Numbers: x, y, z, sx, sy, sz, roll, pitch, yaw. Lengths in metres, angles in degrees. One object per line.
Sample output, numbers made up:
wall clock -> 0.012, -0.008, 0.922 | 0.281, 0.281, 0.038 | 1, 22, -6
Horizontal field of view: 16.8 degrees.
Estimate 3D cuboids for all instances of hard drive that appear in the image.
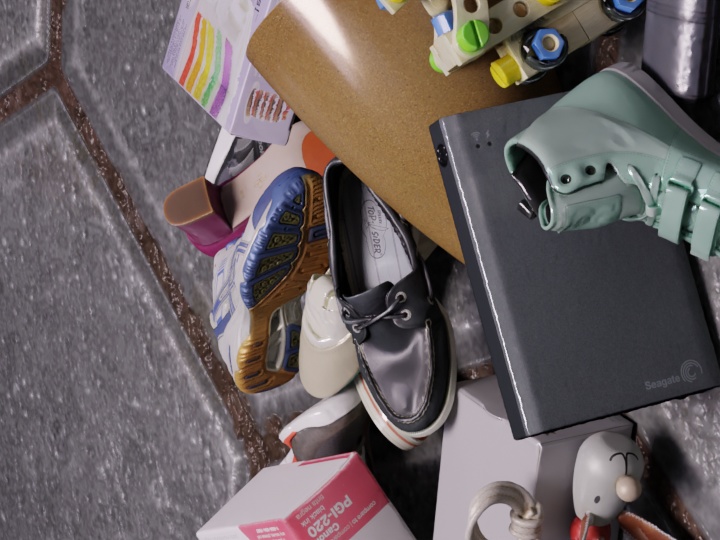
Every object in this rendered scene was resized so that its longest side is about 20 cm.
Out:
hard drive -> 0.132, -0.008, 1.497 | 0.033, 0.139, 0.201 | 151, 105, -67

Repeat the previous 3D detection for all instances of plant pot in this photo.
plant pot -> 0.055, -0.109, 1.583 | 0.200, 0.186, 0.186 | 57, 143, 10

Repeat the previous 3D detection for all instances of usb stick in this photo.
usb stick -> 0.196, -0.198, 1.450 | 0.055, 0.032, 0.201 | 29, 121, 52

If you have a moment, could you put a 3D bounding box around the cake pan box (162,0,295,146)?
cake pan box -> -0.072, -0.209, 1.752 | 0.184, 0.052, 0.201 | 45, 120, 59

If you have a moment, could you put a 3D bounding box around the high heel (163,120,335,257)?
high heel -> -0.043, -0.062, 1.814 | 0.199, 0.096, 0.068 | -14, 70, 20

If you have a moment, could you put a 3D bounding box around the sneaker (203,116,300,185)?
sneaker -> -0.065, -0.080, 1.858 | 0.087, 0.075, 0.201 | 37, 128, 40

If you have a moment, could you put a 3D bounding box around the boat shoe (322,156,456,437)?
boat shoe -> 0.013, 0.011, 1.624 | 0.074, 0.066, 0.200 | -14, 73, 28

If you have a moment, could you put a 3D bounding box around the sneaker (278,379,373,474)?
sneaker -> -0.012, 0.146, 1.826 | 0.082, 0.077, 0.200 | 53, 162, 16

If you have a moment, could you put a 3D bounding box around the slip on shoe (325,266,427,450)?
slip on shoe -> 0.014, 0.039, 1.782 | 0.061, 0.074, 0.200 | -39, 53, 16

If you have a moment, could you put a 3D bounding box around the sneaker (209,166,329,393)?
sneaker -> -0.075, -0.005, 1.767 | 0.088, 0.075, 0.201 | 54, 141, 37

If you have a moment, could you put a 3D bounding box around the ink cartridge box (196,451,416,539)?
ink cartridge box -> -0.009, 0.241, 1.772 | 0.200, 0.085, 0.145 | 55, 150, -11

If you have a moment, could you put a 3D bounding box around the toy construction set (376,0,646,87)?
toy construction set -> 0.102, -0.189, 1.483 | 0.131, 0.199, 0.092 | 58, 178, 0

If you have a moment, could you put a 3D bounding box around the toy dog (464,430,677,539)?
toy dog -> 0.155, 0.214, 1.549 | 0.096, 0.131, 0.201 | 43, 153, 56

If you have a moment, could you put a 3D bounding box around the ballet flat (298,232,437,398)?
ballet flat -> 0.000, 0.000, 1.713 | 0.200, 0.069, 0.069 | -57, 46, 13

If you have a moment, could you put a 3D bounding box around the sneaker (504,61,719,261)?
sneaker -> 0.172, -0.030, 1.429 | 0.200, 0.118, 0.074 | 43, 151, 30

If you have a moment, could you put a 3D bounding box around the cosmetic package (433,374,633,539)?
cosmetic package -> 0.110, 0.178, 1.637 | 0.108, 0.085, 0.201 | 35, 126, 49
